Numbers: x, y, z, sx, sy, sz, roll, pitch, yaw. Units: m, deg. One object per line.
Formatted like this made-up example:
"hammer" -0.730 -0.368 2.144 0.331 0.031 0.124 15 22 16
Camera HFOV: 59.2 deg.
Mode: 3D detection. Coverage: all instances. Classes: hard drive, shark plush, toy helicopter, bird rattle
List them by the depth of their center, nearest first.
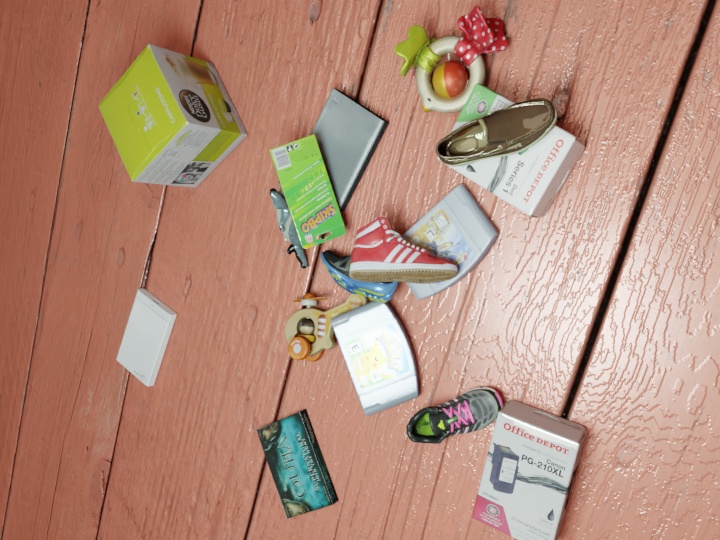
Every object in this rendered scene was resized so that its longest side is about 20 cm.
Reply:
"bird rattle" 0.166 -0.368 1.131 0.195 0.113 0.167 -4 103 16
"hard drive" -0.044 -0.240 1.272 0.139 0.033 0.203 36 110 23
"shark plush" -0.130 -0.101 1.292 0.081 0.091 0.205 -3 97 8
"toy helicopter" -0.072 0.093 1.298 0.197 0.079 0.134 -29 70 17
"hard drive" -0.536 0.167 1.579 0.131 0.027 0.203 30 107 25

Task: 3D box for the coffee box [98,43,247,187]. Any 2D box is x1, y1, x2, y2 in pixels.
"coffee box" -0.406 -0.327 1.378 0.199 0.197 0.202 -35 77 26

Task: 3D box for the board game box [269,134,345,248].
"board game box" -0.102 -0.153 1.242 0.094 0.030 0.204 -19 93 -7

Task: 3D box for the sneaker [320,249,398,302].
"sneaker" 0.000 0.000 1.245 0.197 0.071 0.083 20 66 40

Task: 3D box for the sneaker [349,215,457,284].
"sneaker" 0.079 -0.039 1.152 0.195 0.071 0.115 2 68 8

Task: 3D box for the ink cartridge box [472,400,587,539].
"ink cartridge box" 0.289 0.348 1.087 0.142 0.084 0.205 17 101 27

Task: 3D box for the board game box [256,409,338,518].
"board game box" -0.139 0.418 1.367 0.134 0.028 0.204 -27 80 27

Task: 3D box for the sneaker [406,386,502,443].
"sneaker" 0.164 0.271 1.152 0.197 0.087 0.075 -25 81 28

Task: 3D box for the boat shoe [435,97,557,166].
"boat shoe" 0.211 -0.215 1.006 0.199 0.074 0.076 -22 82 29

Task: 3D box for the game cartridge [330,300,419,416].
"game cartridge" 0.035 0.164 1.225 0.131 0.040 0.204 -22 87 6

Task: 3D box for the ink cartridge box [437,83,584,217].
"ink cartridge box" 0.254 -0.202 1.074 0.199 0.084 0.148 36 109 24

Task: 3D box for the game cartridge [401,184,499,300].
"game cartridge" 0.152 -0.043 1.171 0.200 0.041 0.134 -42 69 25
